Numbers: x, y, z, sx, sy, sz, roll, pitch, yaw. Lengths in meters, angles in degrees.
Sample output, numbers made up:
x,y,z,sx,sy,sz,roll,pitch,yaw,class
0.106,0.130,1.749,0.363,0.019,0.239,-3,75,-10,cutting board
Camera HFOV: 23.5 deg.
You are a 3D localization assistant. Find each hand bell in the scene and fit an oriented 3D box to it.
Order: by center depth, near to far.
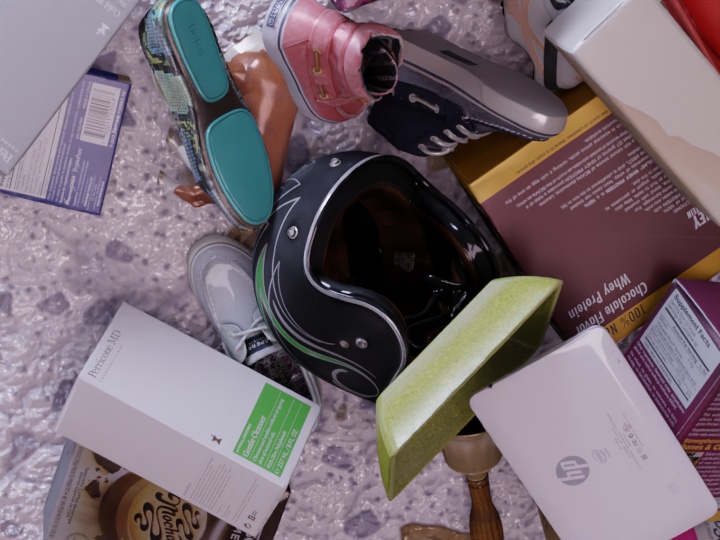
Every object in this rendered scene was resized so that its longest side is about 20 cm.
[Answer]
x,y,z,sx,sy,sz,roll,pitch,yaw,class
0.110,0.200,1.626,0.103,0.104,0.201,-14,123,-5,hand bell

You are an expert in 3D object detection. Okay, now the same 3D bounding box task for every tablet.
x,y,z,sx,sy,sz,roll,pitch,yaw,class
0.192,0.152,1.422,0.130,0.014,0.201,-30,107,15,tablet

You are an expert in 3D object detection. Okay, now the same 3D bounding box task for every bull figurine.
x,y,z,sx,sy,sz,roll,pitch,yaw,class
-0.099,-0.140,1.471,0.120,0.065,0.202,11,100,-6,bull figurine

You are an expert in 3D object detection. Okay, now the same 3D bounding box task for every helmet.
x,y,z,sx,sy,sz,roll,pitch,yaw,class
0.000,0.000,1.468,0.190,0.200,0.200,41,99,12,helmet

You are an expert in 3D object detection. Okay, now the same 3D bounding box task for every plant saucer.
x,y,z,sx,sy,sz,roll,pitch,yaw,class
0.077,0.090,1.443,0.048,0.200,0.200,43,78,13,plant saucer

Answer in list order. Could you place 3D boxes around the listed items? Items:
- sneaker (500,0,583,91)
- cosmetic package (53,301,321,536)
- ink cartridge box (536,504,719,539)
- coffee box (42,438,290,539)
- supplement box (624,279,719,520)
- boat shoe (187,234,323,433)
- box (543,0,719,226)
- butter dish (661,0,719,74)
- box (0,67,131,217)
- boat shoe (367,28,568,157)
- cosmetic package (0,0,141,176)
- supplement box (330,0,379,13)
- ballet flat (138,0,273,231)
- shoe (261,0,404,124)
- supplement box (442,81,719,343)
x,y,z,sx,sy,sz,roll,pitch,yaw,class
0.139,-0.242,1.454,0.080,0.073,0.201,-30,80,37,sneaker
-0.149,0.129,1.495,0.199,0.108,0.085,28,133,-5,cosmetic package
0.253,0.234,1.583,0.163,0.201,0.076,13,121,-14,ink cartridge box
-0.176,0.207,1.565,0.198,0.080,0.114,16,105,-15,coffee box
0.290,0.116,1.497,0.130,0.104,0.201,5,129,-34,supplement box
-0.087,0.060,1.536,0.070,0.072,0.202,-29,111,1,boat shoe
0.244,-0.138,1.377,0.078,0.095,0.200,-43,108,6,box
0.314,-0.282,1.412,0.147,0.200,0.201,-24,114,29,butter dish
-0.303,-0.127,1.455,0.198,0.032,0.122,13,105,-15,box
0.087,-0.129,1.454,0.074,0.200,0.093,-6,120,-42,boat shoe
-0.268,-0.184,1.387,0.107,0.090,0.201,36,80,-16,cosmetic package
0.017,-0.286,1.370,0.130,0.200,0.104,-17,111,-5,supplement box
-0.128,-0.127,1.413,0.074,0.074,0.202,-18,99,-4,ballet flat
-0.008,-0.159,1.408,0.090,0.200,0.072,25,81,21,shoe
0.209,-0.068,1.513,0.197,0.133,0.201,-34,110,2,supplement box
